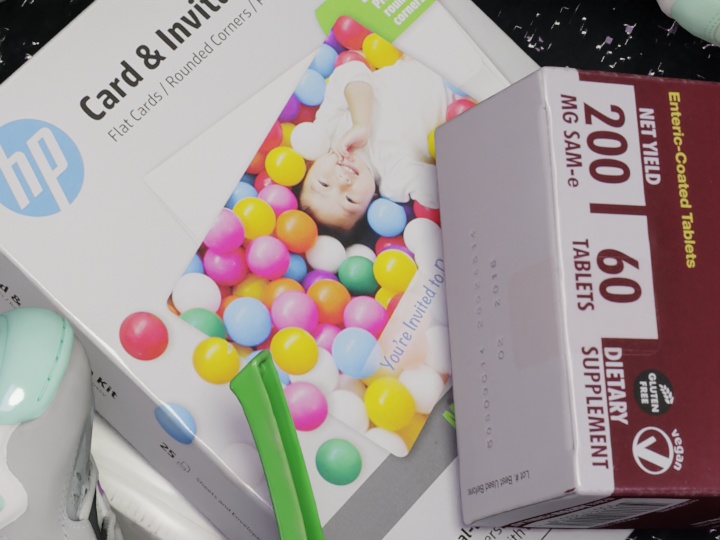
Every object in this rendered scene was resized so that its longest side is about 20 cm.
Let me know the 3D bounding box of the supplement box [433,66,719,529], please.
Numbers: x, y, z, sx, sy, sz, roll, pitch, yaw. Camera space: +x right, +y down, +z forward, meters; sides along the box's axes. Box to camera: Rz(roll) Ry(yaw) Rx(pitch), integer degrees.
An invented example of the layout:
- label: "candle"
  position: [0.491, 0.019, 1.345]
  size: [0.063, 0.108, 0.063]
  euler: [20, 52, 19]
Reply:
- label: "supplement box"
  position: [0.122, 0.012, 0.748]
  size: [0.199, 0.061, 0.109]
  euler: [2, 76, -28]

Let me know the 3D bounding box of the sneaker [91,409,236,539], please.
- label: "sneaker"
  position: [-0.095, 0.003, 0.788]
  size: [0.200, 0.075, 0.089]
  euler: [37, 68, -1]

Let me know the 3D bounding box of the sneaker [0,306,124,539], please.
- label: "sneaker"
  position: [-0.052, 0.106, 0.732]
  size: [0.139, 0.078, 0.201]
  euler: [11, 120, -7]

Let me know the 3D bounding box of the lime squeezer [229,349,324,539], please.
- label: "lime squeezer"
  position: [0.024, 0.112, 0.697]
  size: [0.071, 0.038, 0.200]
  euler: [-43, 89, 19]

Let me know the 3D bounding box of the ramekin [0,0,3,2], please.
- label: "ramekin"
  position: [-0.110, -0.122, 0.745]
  size: [0.202, 0.202, 0.094]
  euler: [-27, 93, -7]

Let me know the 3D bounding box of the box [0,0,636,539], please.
- label: "box"
  position: [0.000, 0.000, 0.765]
  size: [0.200, 0.041, 0.156]
  euler: [44, 61, 2]

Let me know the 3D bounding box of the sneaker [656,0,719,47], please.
- label: "sneaker"
  position: [0.165, -0.034, 0.701]
  size: [0.200, 0.074, 0.119]
  euler: [7, 62, -29]
